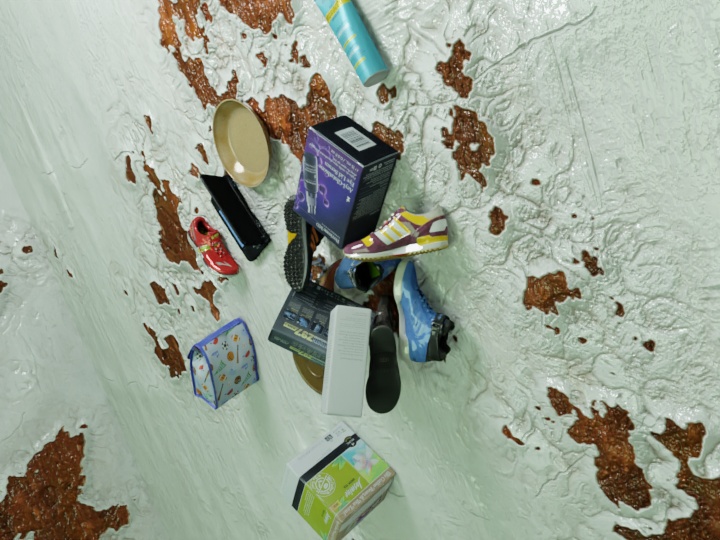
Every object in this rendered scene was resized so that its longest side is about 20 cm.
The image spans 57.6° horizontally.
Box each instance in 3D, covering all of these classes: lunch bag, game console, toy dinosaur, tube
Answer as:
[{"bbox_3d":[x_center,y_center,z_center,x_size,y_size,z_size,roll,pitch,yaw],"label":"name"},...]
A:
[{"bbox_3d":[-0.384,0.247,1.821,0.123,0.170,0.202,21,127,31],"label":"lunch bag"},{"bbox_3d":[-0.320,-0.121,1.583,0.201,0.116,0.176,57,140,6],"label":"game console"},{"bbox_3d":[-0.095,0.075,1.469,0.199,0.105,0.183,-4,112,45],"label":"toy dinosaur"},{"bbox_3d":[-0.018,-0.421,1.153,0.077,0.050,0.201,-35,80,43],"label":"tube"}]

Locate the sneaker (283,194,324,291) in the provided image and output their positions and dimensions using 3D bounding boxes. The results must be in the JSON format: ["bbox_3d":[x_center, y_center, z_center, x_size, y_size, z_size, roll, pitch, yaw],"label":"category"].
[{"bbox_3d":[-0.109,-0.057,1.379,0.070,0.089,0.202,-6,84,45],"label":"sneaker"}]

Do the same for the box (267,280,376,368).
[{"bbox_3d":[-0.074,0.118,1.370,0.198,0.158,0.051,25,137,-3],"label":"box"}]

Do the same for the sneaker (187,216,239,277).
[{"bbox_3d":[-0.389,-0.063,1.724,0.200,0.077,0.085,45,132,18],"label":"sneaker"}]

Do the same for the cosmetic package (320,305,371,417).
[{"bbox_3d":[-0.028,0.175,1.255,0.101,0.070,0.202,134,143,-77],"label":"cosmetic package"}]

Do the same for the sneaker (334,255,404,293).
[{"bbox_3d":[0.000,0.000,1.325,0.079,0.089,0.200,52,144,-7],"label":"sneaker"}]

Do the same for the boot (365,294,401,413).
[{"bbox_3d":[0.051,0.166,1.326,0.068,0.174,0.202,3,104,4],"label":"boot"}]

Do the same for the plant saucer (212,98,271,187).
[{"bbox_3d":[-0.262,-0.291,1.487,0.199,0.035,0.202,25,128,35],"label":"plant saucer"}]

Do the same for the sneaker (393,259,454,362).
[{"bbox_3d":[0.128,0.078,1.260,0.110,0.077,0.202,-1,94,26],"label":"sneaker"}]

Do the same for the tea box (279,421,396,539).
[{"bbox_3d":[-0.057,0.518,1.603,0.196,0.199,0.134,38,134,23],"label":"tea box"}]

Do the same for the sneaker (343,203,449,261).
[{"bbox_3d":[0.062,-0.069,1.204,0.198,0.075,0.091,-8,86,13],"label":"sneaker"}]

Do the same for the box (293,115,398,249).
[{"bbox_3d":[-0.033,-0.169,1.262,0.148,0.104,0.201,38,134,25],"label":"box"}]

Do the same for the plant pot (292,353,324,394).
[{"bbox_3d":[-0.106,0.232,1.627,0.199,0.027,0.202,24,127,35],"label":"plant pot"}]
